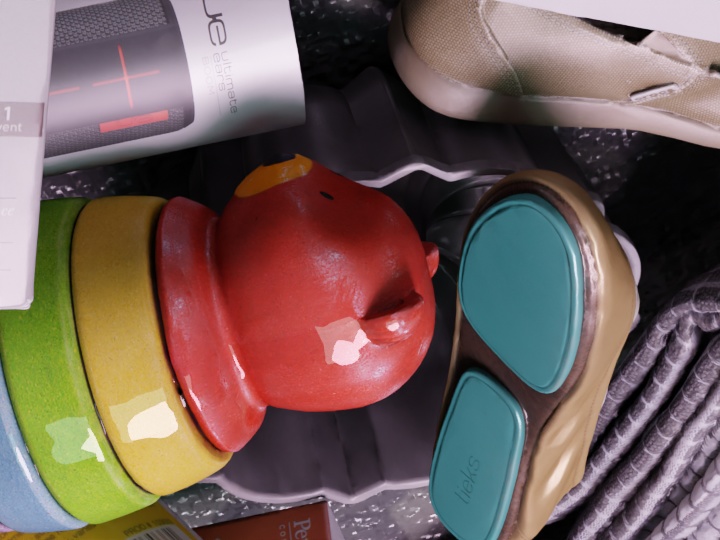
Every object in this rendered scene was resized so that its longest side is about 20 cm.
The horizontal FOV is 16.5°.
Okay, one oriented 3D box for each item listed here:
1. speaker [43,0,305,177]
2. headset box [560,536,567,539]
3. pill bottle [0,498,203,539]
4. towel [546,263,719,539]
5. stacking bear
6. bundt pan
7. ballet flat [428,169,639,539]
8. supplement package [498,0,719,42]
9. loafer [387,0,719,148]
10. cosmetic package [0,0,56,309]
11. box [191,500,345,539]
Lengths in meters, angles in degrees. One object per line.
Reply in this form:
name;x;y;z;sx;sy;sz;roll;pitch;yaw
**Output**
speaker;-0.118;-0.067;0.798;0.198;0.082;0.081;-11;143;-5
headset box;0.080;0.235;1.161;0.199;0.175;0.093;-30;176;21
pill bottle;-0.130;0.106;0.902;0.113;0.200;0.113;-39;154;-23
towel;0.163;0.044;0.988;0.165;0.086;0.200;-35;162;-39
stacking bear;-0.073;0.020;0.796;0.198;0.121;0.115;-14;99;12
bundt pan;0.000;0.000;0.926;0.200;0.076;0.203;-10;143;-8
ballet flat;0.066;0.024;0.882;0.063;0.069;0.201;-30;153;-29
supplement package;0.091;-0.179;0.696;0.116;0.118;0.200;6;137;-28
loafer;0.111;-0.088;0.855;0.198;0.077;0.068;-4;148;-15
cosmetic package;-0.138;-0.096;0.687;0.106;0.090;0.201;-1;117;-15
box;-0.092;0.185;0.981;0.198;0.125;0.098;-13;144;4
